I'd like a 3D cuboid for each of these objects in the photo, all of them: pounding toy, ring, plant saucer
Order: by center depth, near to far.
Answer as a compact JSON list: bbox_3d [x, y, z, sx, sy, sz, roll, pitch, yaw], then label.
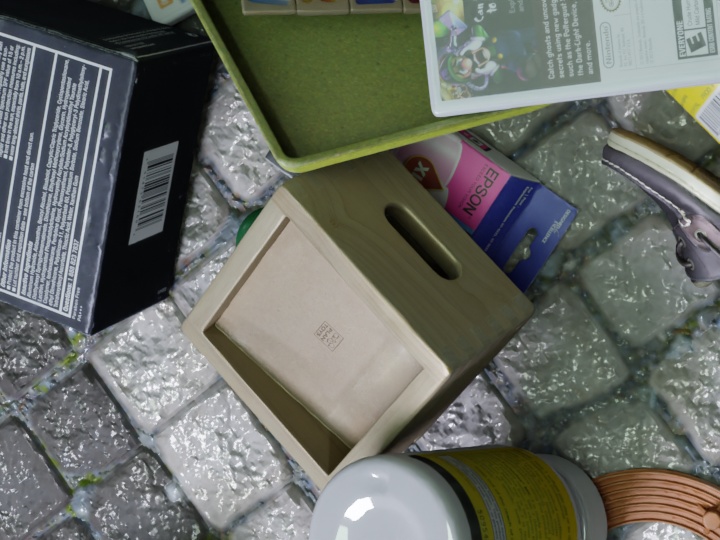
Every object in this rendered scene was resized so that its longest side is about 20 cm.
[{"bbox_3d":[-0.001,-0.145,1.189,0.200,0.200,0.048,61,155,30],"label":"plant saucer"},{"bbox_3d":[0.000,0.000,1.222,0.200,0.142,0.184,48,132,10],"label":"pounding toy"},{"bbox_3d":[0.196,0.232,1.261,0.200,0.019,0.201,3,99,20],"label":"ring"}]

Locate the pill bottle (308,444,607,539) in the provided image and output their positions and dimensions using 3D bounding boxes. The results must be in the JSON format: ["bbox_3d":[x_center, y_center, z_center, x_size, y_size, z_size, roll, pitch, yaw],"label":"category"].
[{"bbox_3d":[0.068,0.168,1.194,0.114,0.200,0.115,-1,88,36],"label":"pill bottle"}]

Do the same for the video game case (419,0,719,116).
[{"bbox_3d":[0.120,-0.199,1.097,0.181,0.023,0.200,-6,92,12],"label":"video game case"}]

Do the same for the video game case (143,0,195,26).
[{"bbox_3d":[-0.095,-0.291,1.296,0.200,0.022,0.183,-25,88,22],"label":"video game case"}]

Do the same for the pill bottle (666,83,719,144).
[{"bbox_3d":[0.206,-0.168,1.148,0.200,0.111,0.111,47,111,8],"label":"pill bottle"}]

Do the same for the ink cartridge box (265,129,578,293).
[{"bbox_3d":[0.039,-0.059,1.272,0.200,0.037,0.095,36,109,11],"label":"ink cartridge box"}]

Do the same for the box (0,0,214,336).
[{"bbox_3d":[-0.227,-0.089,1.317,0.198,0.123,0.200,19,109,18],"label":"box"}]

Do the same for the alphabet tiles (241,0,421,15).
[{"bbox_3d":[-0.016,-0.231,1.201,0.200,0.006,0.167,-2,61,-10],"label":"alphabet tiles"}]

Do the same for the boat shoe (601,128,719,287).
[{"bbox_3d":[0.229,-0.016,1.185,0.200,0.072,0.065,35,104,7],"label":"boat shoe"}]
